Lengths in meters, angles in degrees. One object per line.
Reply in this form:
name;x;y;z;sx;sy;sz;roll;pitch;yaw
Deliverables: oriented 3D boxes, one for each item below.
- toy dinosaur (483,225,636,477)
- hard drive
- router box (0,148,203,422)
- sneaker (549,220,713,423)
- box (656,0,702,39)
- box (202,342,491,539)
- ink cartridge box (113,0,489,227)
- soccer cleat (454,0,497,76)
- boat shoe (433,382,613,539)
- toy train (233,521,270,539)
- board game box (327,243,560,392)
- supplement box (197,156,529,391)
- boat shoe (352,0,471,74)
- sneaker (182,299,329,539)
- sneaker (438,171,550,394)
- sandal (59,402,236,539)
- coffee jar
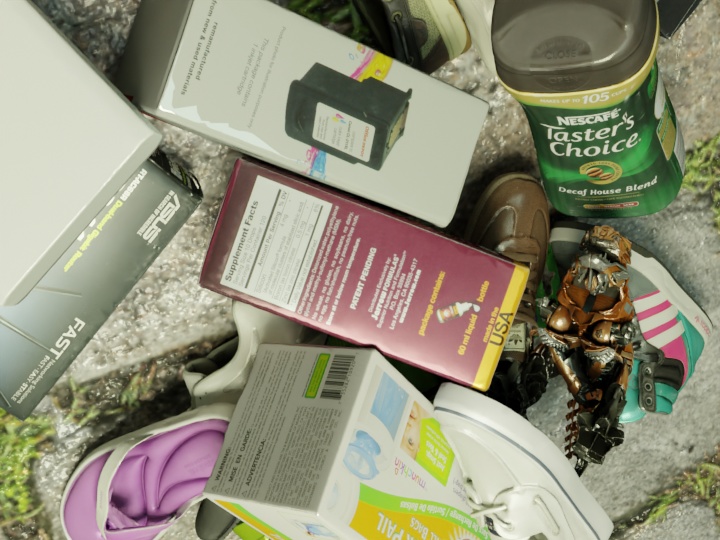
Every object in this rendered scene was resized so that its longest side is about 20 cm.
toy dinosaur;0.164;0.069;0.788;0.136;0.101;0.202;-51;128;-39
hard drive;-0.226;-0.098;0.637;0.200;0.026;0.132;45;95;8
router box;-0.221;-0.024;0.716;0.149;0.062;0.201;37;96;-29
sneaker;0.199;0.055;0.876;0.199;0.083;0.122;36;72;-34
box;0.157;-0.274;0.718;0.199;0.115;0.133;37;95;-30
box;0.006;0.147;0.752;0.200;0.100;0.114;44;57;-42
ink cartridge box;-0.041;-0.106;0.695;0.197;0.145;0.084;19;92;-26
soccer cleat;0.078;-0.209;0.749;0.069;0.077;0.200;-46;140;-7
boat shoe;0.106;0.152;0.740;0.200;0.073;0.066;46;67;-30
toy train;-0.067;0.227;0.875;0.199;0.085;0.116;-38;109;-1
board game box;0.066;0.038;0.868;0.197;0.030;0.097;-23;118;-7
supplement box;0.000;0.000;0.737;0.197;0.110;0.087;20;93;-3
boat shoe;0.002;-0.203;0.715;0.065;0.073;0.200;-43;120;-4
sneaker;-0.098;0.107;0.822;0.087;0.074;0.203;22;105;-8
sneaker;0.112;0.032;0.825;0.069;0.076;0.204;2;112;-20
sandal;-0.154;0.155;0.785;0.202;0.050;0.083;-37;98;27
coffee jar;0.154;-0.117;0.734;0.102;0.087;0.200;0;153;24
